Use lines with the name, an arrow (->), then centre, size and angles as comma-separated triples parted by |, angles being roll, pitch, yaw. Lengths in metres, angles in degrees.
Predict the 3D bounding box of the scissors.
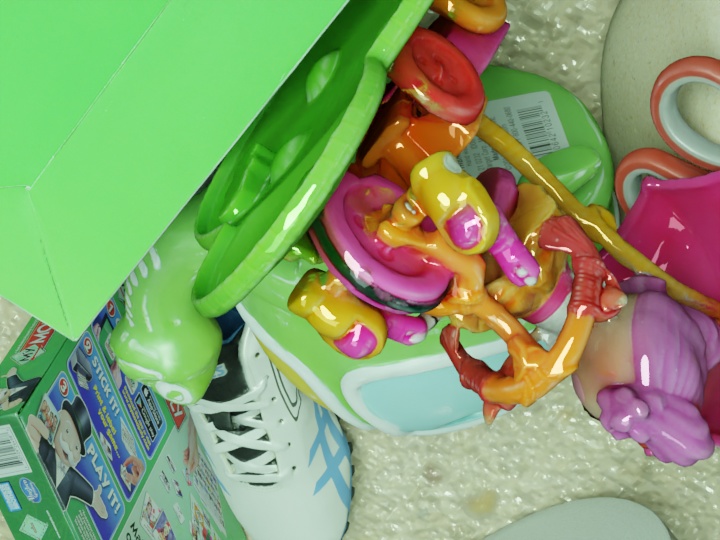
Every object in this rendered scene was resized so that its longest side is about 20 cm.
scissors -> 0.174, -0.013, 0.633 | 0.200, 0.014, 0.073 | 21, 127, 22

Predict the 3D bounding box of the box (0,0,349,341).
box -> -0.070, -0.110, 0.701 | 0.097, 0.177, 0.200 | 34, 121, -13

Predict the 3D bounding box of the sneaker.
sneaker -> -0.054, 0.047, 0.849 | 0.072, 0.073, 0.200 | -3, 118, 25

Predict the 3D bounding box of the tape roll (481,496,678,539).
tape roll -> 0.056, 0.178, 0.827 | 0.203, 0.203, 0.037 | -32, 109, 27

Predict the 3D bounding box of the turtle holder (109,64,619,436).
turtle holder -> 0.009, 0.004, 0.751 | 0.141, 0.185, 0.132 | 38, 151, 38

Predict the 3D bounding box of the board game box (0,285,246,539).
board game box -> -0.098, 0.108, 0.860 | 0.029, 0.135, 0.200 | -11, 116, 18

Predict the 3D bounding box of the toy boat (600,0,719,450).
toy boat -> 0.169, -0.035, 0.741 | 0.130, 0.131, 0.200 | -15, 121, -14

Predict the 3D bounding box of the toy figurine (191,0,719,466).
toy figurine -> 0.061, -0.006, 0.599 | 0.184, 0.200, 0.150 | 35, 122, -12
